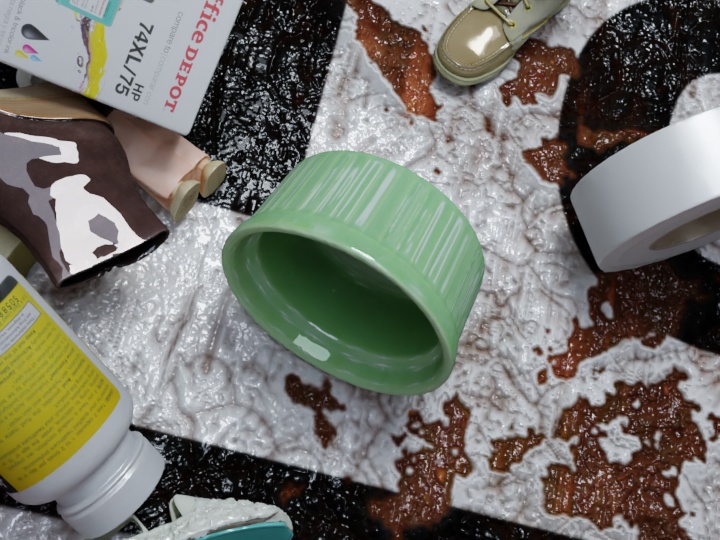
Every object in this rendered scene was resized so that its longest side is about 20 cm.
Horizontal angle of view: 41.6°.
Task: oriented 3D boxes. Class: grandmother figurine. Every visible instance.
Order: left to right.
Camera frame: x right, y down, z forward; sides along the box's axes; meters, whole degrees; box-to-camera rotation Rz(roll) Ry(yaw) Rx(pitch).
[{"bbox_3d":[-0.218,-0.125,0.822,0.200,0.061,0.121,38,41,6],"label":"grandmother figurine"}]

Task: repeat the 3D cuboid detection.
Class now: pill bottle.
[{"bbox_3d":[-0.235,0.096,0.683,0.111,0.111,0.200,-46,111,-21],"label":"pill bottle"}]

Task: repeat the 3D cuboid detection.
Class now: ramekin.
[{"bbox_3d":[0.000,0.000,0.749,0.200,0.200,0.098,31,60,1],"label":"ramekin"}]

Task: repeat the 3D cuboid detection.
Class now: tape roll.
[{"bbox_3d":[0.288,-0.070,0.826,0.202,0.203,0.071,-16,75,-16],"label":"tape roll"}]

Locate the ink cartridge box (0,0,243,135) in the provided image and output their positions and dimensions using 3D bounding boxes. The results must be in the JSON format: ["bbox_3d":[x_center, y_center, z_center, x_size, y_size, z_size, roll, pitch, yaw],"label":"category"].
[{"bbox_3d":[-0.203,-0.227,0.761,0.199,0.146,0.147,20,110,-17],"label":"ink cartridge box"}]

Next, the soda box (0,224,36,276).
[{"bbox_3d":[-0.331,0.023,0.741,0.068,0.064,0.200,32,68,1],"label":"soda box"}]

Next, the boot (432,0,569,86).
[{"bbox_3d":[0.156,-0.272,0.891,0.200,0.155,0.072,-42,83,-21],"label":"boot"}]

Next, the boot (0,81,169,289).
[{"bbox_3d":[-0.262,-0.057,0.706,0.199,0.072,0.167,-24,70,-30],"label":"boot"}]

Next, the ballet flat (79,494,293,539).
[{"bbox_3d":[-0.152,0.206,0.715,0.199,0.072,0.072,-18,76,-17],"label":"ballet flat"}]
